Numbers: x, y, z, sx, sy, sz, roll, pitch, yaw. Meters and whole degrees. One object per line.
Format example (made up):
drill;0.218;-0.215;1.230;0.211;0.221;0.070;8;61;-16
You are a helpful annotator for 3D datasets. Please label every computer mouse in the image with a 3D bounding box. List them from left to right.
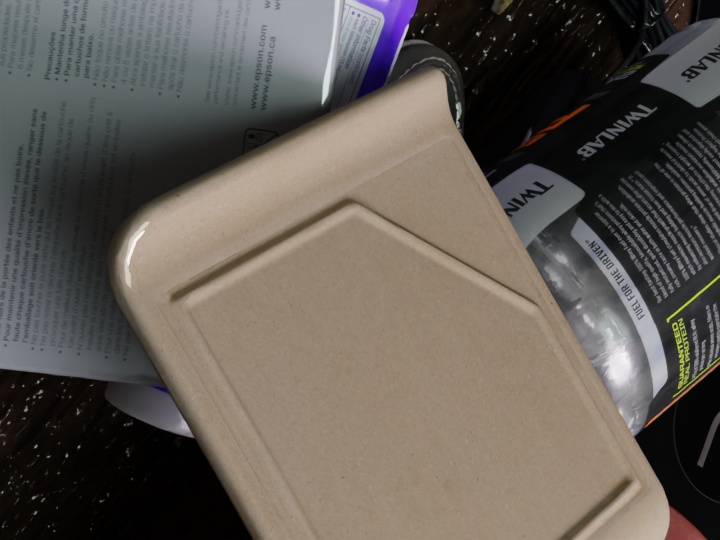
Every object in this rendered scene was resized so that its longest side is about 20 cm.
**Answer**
computer mouse;0.085;-0.064;0.880;0.200;0.046;0.141;-46;133;-17

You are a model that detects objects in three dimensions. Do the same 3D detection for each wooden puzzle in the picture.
wooden puzzle;0.015;0.047;0.662;0.185;0.037;0.201;-30;95;-48

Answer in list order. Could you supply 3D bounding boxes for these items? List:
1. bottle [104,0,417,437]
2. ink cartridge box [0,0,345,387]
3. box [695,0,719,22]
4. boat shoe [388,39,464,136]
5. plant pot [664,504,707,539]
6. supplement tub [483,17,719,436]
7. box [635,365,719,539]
bottle;-0.043;-0.037;0.752;0.065;0.083;0.202;18;96;-34
ink cartridge box;-0.108;-0.065;0.672;0.198;0.041;0.202;8;97;-12
box;0.271;-0.121;0.974;0.199;0.117;0.199;-14;116;-38
boat shoe;0.000;0.000;0.819;0.067;0.057;0.201;29;87;-34
plant pot;0.054;0.189;0.763;0.195;0.199;0.202;-44;134;-48
supplement tub;0.109;-0.008;0.812;0.199;0.122;0.123;-36;128;-25
box;0.193;0.094;0.968;0.124;0.148;0.202;8;103;-39
